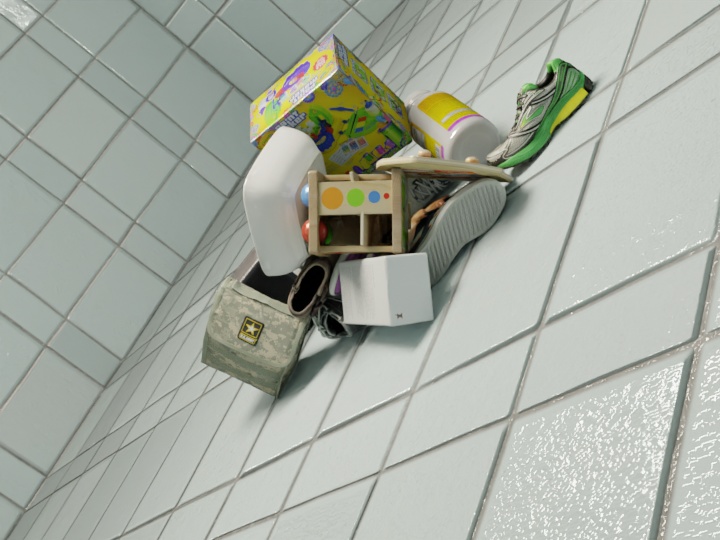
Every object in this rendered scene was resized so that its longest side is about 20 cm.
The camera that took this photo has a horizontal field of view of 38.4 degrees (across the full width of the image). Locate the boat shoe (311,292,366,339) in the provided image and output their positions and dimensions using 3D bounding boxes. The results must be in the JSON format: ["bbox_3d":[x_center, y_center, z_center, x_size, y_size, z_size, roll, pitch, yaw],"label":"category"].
[{"bbox_3d":[-0.043,0.082,1.748,0.068,0.074,0.199,-40,21,-18],"label":"boat shoe"}]

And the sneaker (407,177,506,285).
[{"bbox_3d":[0.137,-0.070,1.567,0.200,0.078,0.079,-48,21,18],"label":"sneaker"}]

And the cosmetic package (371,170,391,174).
[{"bbox_3d":[-0.016,-0.108,1.910,0.200,0.090,0.107,119,174,-65],"label":"cosmetic package"}]

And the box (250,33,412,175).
[{"bbox_3d":[-0.052,-0.252,1.761,0.200,0.193,0.122,-35,36,23],"label":"box"}]

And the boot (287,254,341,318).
[{"bbox_3d":[-0.059,-0.013,1.701,0.146,0.070,0.201,-54,-13,-81],"label":"boot"}]

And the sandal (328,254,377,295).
[{"bbox_3d":[0.001,-0.007,1.729,0.203,0.050,0.083,-37,-38,-66],"label":"sandal"}]

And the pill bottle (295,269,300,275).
[{"bbox_3d":[-0.195,0.075,2.127,0.200,0.114,0.114,-56,16,-17],"label":"pill bottle"}]

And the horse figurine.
[{"bbox_3d":[0.078,-0.045,1.733,0.200,0.050,0.133,-48,13,15],"label":"horse figurine"}]

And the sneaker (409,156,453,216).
[{"bbox_3d":[0.126,-0.172,1.850,0.200,0.077,0.085,-52,19,-2],"label":"sneaker"}]

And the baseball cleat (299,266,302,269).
[{"bbox_3d":[-0.094,-0.009,1.968,0.070,0.106,0.200,-65,12,2],"label":"baseball cleat"}]

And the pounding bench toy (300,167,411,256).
[{"bbox_3d":[-0.004,-0.084,1.614,0.200,0.155,0.125,11,-102,-82],"label":"pounding bench toy"}]

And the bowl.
[{"bbox_3d":[-0.106,-0.108,1.661,0.074,0.201,0.200,6,41,19],"label":"bowl"}]

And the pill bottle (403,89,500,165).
[{"bbox_3d":[0.147,-0.244,1.773,0.104,0.104,0.200,-49,39,6],"label":"pill bottle"}]

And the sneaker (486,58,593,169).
[{"bbox_3d":[0.260,-0.239,1.591,0.200,0.085,0.078,-50,15,6],"label":"sneaker"}]

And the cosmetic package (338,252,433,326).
[{"bbox_3d":[0.035,0.029,1.559,0.200,0.071,0.102,177,87,-70],"label":"cosmetic package"}]

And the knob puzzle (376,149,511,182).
[{"bbox_3d":[0.115,-0.160,1.535,0.220,0.219,0.031,-175,90,-72],"label":"knob puzzle"}]

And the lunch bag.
[{"bbox_3d":[-0.181,0.110,1.799,0.200,0.163,0.118,109,-173,-52],"label":"lunch bag"}]

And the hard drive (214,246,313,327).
[{"bbox_3d":[-0.162,0.060,1.932,0.135,0.200,0.042,-51,37,-3],"label":"hard drive"}]
